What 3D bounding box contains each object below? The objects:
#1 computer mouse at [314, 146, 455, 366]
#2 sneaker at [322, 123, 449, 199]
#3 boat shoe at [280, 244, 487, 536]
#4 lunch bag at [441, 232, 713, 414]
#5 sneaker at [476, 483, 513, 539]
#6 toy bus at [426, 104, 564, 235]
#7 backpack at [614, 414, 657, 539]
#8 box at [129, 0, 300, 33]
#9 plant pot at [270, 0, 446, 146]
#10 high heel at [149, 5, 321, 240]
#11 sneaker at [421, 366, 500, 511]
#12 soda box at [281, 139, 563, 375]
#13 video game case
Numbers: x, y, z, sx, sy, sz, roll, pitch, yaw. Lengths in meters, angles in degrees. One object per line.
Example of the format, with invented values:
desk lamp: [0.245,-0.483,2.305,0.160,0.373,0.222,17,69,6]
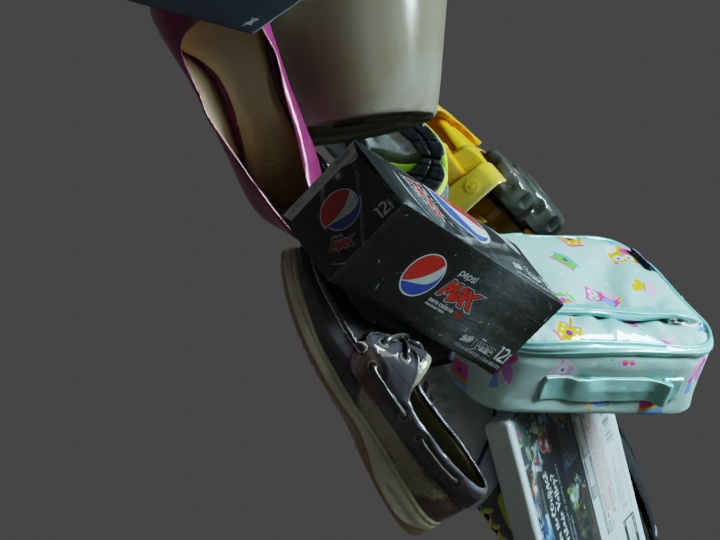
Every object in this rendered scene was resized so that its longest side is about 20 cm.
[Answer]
computer mouse: [0.000,0.000,1.473,0.200,0.053,0.139,58,5,38]
sneaker: [-0.004,-0.103,1.547,0.200,0.074,0.081,52,-6,28]
boat shoe: [0.015,0.067,1.327,0.200,0.065,0.072,63,13,-8]
lunch bag: [0.146,0.039,1.518,0.160,0.199,0.077,50,-47,51]
sneaker: [0.115,0.176,1.610,0.074,0.084,0.201,113,-22,-72]
toy bus: [0.053,-0.076,1.726,0.192,0.136,0.200,55,9,18]
backpack: [0.170,0.176,1.731,0.163,0.153,0.200,-94,179,-55]
box: [-0.107,-0.241,1.124,0.200,0.104,0.183,6,59,-55]
plant pot: [-0.022,-0.177,1.416,0.200,0.199,0.174,14,67,-78]
high heel: [-0.068,-0.111,1.284,0.200,0.067,0.096,61,0,-43]
sneaker: [0.062,0.093,1.555,0.071,0.073,0.200,29,29,-21]
soda box: [0.043,-0.005,1.332,0.200,0.071,0.063,30,18,-51]
video game case: [0.155,0.173,1.550,0.182,0.023,0.201,-33,111,-59]
